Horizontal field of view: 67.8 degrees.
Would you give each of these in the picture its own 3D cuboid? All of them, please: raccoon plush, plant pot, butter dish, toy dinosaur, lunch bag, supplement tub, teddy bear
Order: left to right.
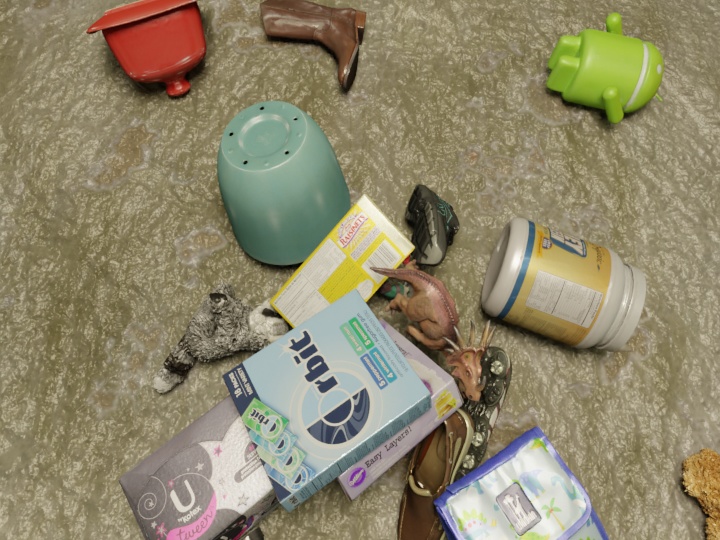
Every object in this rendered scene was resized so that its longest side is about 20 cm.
[{"bbox_3d":[-0.328,-0.370,0.893,0.193,0.152,0.201,-21,30,-10],"label":"butter dish"},{"bbox_3d":[-0.187,0.116,0.772,0.132,0.097,0.203,36,101,-3],"label":"raccoon plush"},{"bbox_3d":[-0.119,-0.140,0.782,0.192,0.163,0.207,-4,59,6],"label":"plant pot"},{"bbox_3d":[0.100,0.057,0.683,0.085,0.135,0.202,-40,107,-10],"label":"toy dinosaur"},{"bbox_3d":[0.199,0.325,0.655,0.166,0.127,0.205,-28,90,-14],"label":"lunch bag"},{"bbox_3d":[0.287,0.023,0.776,0.193,0.145,0.149,19,70,4],"label":"supplement tub"},{"bbox_3d":[0.518,0.343,0.716,0.139,0.067,0.208,-7,71,-8],"label":"teddy bear"}]

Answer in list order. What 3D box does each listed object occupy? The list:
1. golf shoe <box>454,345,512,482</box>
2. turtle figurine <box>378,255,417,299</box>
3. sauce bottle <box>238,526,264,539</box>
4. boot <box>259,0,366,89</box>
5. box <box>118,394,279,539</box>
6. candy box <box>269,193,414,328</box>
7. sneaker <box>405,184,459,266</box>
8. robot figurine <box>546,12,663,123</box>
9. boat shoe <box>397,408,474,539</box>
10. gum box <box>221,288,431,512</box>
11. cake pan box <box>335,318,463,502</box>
[{"bbox_3d":[0.161,0.206,0.741,0.076,0.087,0.206,27,95,35],"label":"golf shoe"},{"bbox_3d":[0.000,0.000,0.799,0.150,0.101,0.200,43,80,15],"label":"turtle figurine"},{"bbox_3d":[-0.097,0.423,0.659,0.063,0.065,0.203,-28,72,-12],"label":"sauce bottle"},{"bbox_3d":[-0.094,-0.412,0.954,0.192,0.065,0.192,11,57,-3],"label":"boot"},{"bbox_3d":[-0.174,0.261,0.676,0.197,0.116,0.133,-35,68,-14],"label":"box"},{"bbox_3d":[-0.026,0.006,0.740,0.102,0.026,0.200,43,95,3],"label":"candy box"},{"bbox_3d":[0.116,-0.068,0.800,0.077,0.077,0.203,21,31,-11],"label":"sneaker"},{"bbox_3d":[0.428,-0.344,0.929,0.192,0.116,0.182,12,68,1],"label":"robot figurine"},{"bbox_3d":[0.081,0.275,0.684,0.073,0.074,0.210,14,89,37],"label":"boat shoe"},{"bbox_3d":[-0.042,0.142,0.628,0.196,0.045,0.171,-31,55,-13],"label":"gum box"},{"bbox_3d":[0.010,0.167,0.706,0.181,0.054,0.199,-33,30,-13],"label":"cake pan box"}]
